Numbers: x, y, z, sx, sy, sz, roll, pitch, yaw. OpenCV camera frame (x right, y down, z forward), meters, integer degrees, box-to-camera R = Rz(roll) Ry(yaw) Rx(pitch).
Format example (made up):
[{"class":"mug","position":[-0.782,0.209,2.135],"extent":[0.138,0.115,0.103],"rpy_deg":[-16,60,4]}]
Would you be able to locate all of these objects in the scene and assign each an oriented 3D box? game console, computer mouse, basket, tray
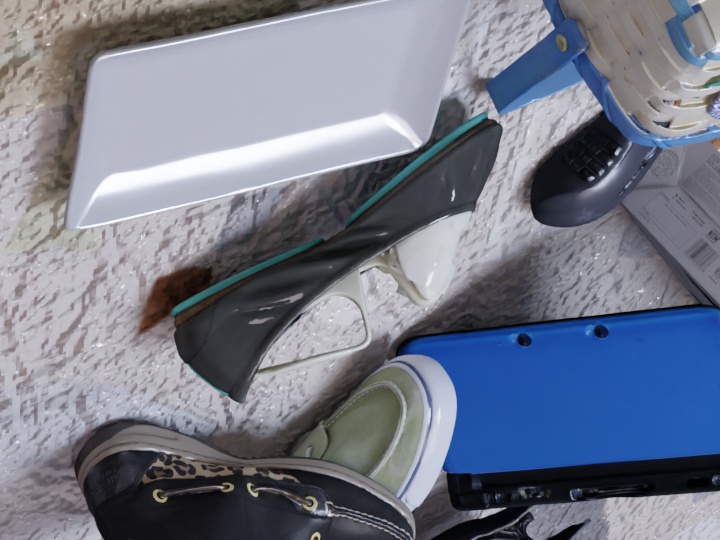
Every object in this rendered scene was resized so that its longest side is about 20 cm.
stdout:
[{"class":"game console","position":[0.146,0.072,1.295],"extent":[0.199,0.119,0.171],"rpy_deg":[-6,-173,23]},{"class":"computer mouse","position":[0.177,-0.086,1.204],"extent":[0.200,0.034,0.059],"rpy_deg":[-39,146,4]},{"class":"basket","position":[0.160,-0.133,1.051],"extent":[0.176,0.140,0.200],"rpy_deg":[-25,180,-15]},{"class":"tray","position":[-0.044,-0.082,1.019],"extent":[0.199,0.022,0.108],"rpy_deg":[-15,142,-29]}]

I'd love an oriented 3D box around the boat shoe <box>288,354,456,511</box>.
[{"class":"boat shoe","position":[-0.016,0.126,1.261],"extent":[0.062,0.072,0.200],"rpy_deg":[-1,136,-44]}]

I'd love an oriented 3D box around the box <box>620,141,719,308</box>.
[{"class":"box","position":[0.232,0.008,1.297],"extent":[0.060,0.117,0.200],"rpy_deg":[-42,146,3]}]

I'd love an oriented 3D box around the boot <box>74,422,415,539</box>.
[{"class":"boot","position":[-0.050,0.163,1.156],"extent":[0.199,0.151,0.073],"rpy_deg":[21,120,-26]}]

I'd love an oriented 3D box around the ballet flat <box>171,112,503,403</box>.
[{"class":"ballet flat","position":[0.000,0.000,1.116],"extent":[0.200,0.069,0.068],"rpy_deg":[-33,176,-1]}]

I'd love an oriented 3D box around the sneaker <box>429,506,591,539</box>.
[{"class":"sneaker","position":[0.047,0.200,1.384],"extent":[0.199,0.060,0.104],"rpy_deg":[-33,-179,-12]}]
